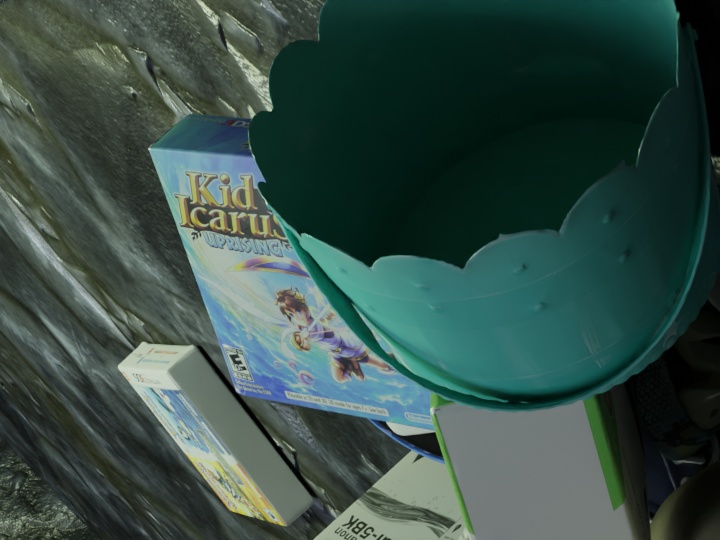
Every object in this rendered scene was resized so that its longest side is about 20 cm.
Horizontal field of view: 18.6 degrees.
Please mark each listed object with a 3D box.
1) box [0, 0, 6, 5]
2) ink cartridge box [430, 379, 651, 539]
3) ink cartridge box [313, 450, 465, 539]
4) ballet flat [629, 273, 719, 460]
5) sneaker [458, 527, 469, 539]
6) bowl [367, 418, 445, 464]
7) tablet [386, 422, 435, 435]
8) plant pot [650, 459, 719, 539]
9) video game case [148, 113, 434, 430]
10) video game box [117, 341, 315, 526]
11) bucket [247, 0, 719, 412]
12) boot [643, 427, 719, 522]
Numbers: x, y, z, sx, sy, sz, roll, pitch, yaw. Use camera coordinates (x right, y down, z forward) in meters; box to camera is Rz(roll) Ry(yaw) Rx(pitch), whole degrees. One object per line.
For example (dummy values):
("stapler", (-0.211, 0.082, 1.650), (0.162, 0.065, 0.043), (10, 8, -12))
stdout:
("box", (-0.280, -0.258, 1.411), (0.200, 0.184, 0.105), (34, 159, 38))
("ink cartridge box", (0.094, 0.062, 1.140), (0.200, 0.084, 0.146), (-84, -21, -57))
("ink cartridge box", (0.067, 0.189, 1.473), (0.147, 0.200, 0.083), (24, 150, 52))
("ballet flat", (0.170, 0.035, 1.137), (0.074, 0.074, 0.200), (32, 160, 42))
("sneaker", (0.112, 0.193, 1.200), (0.130, 0.199, 0.079), (42, 120, -7))
("bowl", (0.047, 0.037, 1.355), (0.200, 0.039, 0.201), (23, 135, 25))
("tablet", (0.017, 0.011, 1.319), (0.130, 0.014, 0.201), (-13, 114, 46))
("plant pot", (0.228, 0.172, 1.103), (0.201, 0.200, 0.183), (53, 173, -12))
("video game case", (-0.015, 0.002, 1.293), (0.199, 0.045, 0.182), (7, 126, 38))
("video game box", (-0.147, 0.161, 2.202), (0.200, 0.047, 0.182), (53, 165, -12))
("bucket", (0.066, -0.043, 1.006), (0.207, 0.207, 0.135), (33, 163, 42))
("boot", (0.190, 0.133, 1.278), (0.199, 0.073, 0.091), (26, 125, 5))
